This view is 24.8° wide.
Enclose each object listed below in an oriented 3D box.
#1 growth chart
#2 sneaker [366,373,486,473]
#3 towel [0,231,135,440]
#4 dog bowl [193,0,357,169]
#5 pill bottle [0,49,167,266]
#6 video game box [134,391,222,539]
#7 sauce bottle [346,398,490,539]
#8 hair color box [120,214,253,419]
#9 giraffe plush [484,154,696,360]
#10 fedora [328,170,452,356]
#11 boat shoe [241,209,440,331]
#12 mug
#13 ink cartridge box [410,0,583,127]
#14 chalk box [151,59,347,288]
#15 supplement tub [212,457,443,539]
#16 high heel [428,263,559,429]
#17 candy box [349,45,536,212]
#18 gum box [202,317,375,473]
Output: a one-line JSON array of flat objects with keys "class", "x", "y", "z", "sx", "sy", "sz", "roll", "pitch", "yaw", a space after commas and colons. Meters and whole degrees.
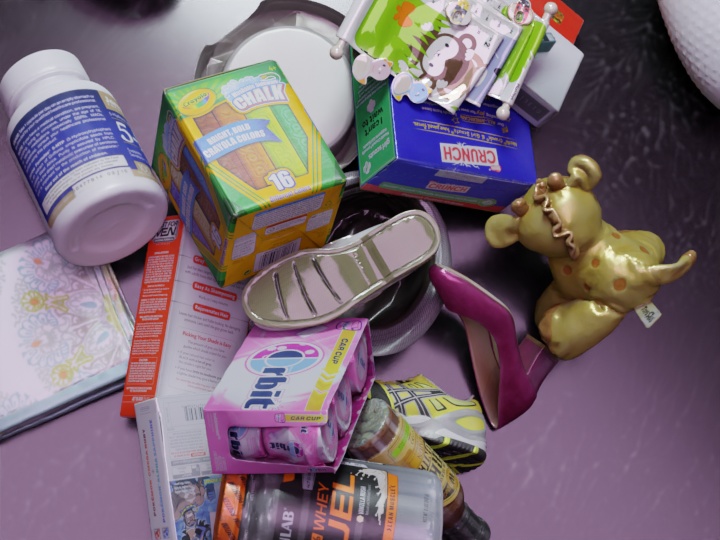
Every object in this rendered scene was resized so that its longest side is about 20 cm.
[{"class": "growth chart", "x": 0.079, "y": -0.225, "z": 1.577, "sx": 0.199, "sy": 0.018, "sz": 0.146, "roll": 20, "pitch": 87, "yaw": -13}, {"class": "sneaker", "x": 0.034, "y": 0.141, "z": 1.638, "sx": 0.199, "sy": 0.075, "sz": 0.077, "roll": 22, "pitch": 52, "yaw": -18}, {"class": "towel", "x": -0.326, "y": 0.061, "z": 1.632, "sx": 0.199, "sy": 0.048, "sz": 0.172, "roll": -24, "pitch": 80, "yaw": -10}, {"class": "dog bowl", "x": -0.075, "y": -0.178, "z": 1.694, "sx": 0.198, "sy": 0.059, "sz": 0.202, "roll": 1, "pitch": 79, "yaw": -5}, {"class": "pill bottle", "x": -0.280, "y": -0.116, "z": 1.612, "sx": 0.119, "sy": 0.120, "sz": 0.201, "roll": -25, "pitch": 63, "yaw": -10}, {"class": "video game box", "x": -0.115, "y": 0.207, "z": 1.570, "sx": 0.199, "sy": 0.047, "sz": 0.184, "roll": -1, "pitch": 77, "yaw": -43}, {"class": "sauce bottle", "x": 0.058, "y": 0.206, "z": 1.594, "sx": 0.065, "sy": 0.065, "sz": 0.200, "roll": -50, "pitch": 122, "yaw": -12}, {"class": "hair color box", "x": -0.167, "y": 0.055, "z": 1.618, "sx": 0.101, "sy": 0.061, "sz": 0.202, "roll": 18, "pitch": 76, "yaw": -40}, {"class": "giraffe plush", "x": 0.210, "y": -0.024, "z": 1.609, "sx": 0.173, "sy": 0.200, "sz": 0.162, "roll": -44, "pitch": 101, "yaw": -9}, {"class": "fedora", "x": 0.000, "y": 0.000, "z": 1.651, "sx": 0.175, "sy": 0.090, "sz": 0.202, "roll": 15, "pitch": 70, "yaw": -5}, {"class": "boat shoe", "x": -0.017, "y": 0.007, "z": 1.561, "sx": 0.198, "sy": 0.068, "sz": 0.075, "roll": -21, "pitch": 81, "yaw": -6}, {"class": "mug", "x": 0.414, "y": -0.270, "z": 1.728, "sx": 0.199, "sy": 0.147, "sz": 0.177, "roll": -18, "pitch": 90, "yaw": -39}, {"class": "ink cartridge box", "x": 0.142, "y": -0.268, "z": 1.663, "sx": 0.199, "sy": 0.044, "sz": 0.174, "roll": 36, "pitch": 53, "yaw": -12}, {"class": "chalk box", "x": -0.119, "y": -0.111, "z": 1.560, "sx": 0.124, "sy": 0.124, "sz": 0.201, "roll": -21, "pitch": 65, "yaw": -24}, {"class": "supplement tub", "x": -0.031, "y": 0.229, "z": 1.484, "sx": 0.198, "sy": 0.123, "sz": 0.124, "roll": 9, "pitch": 79, "yaw": -7}, {"class": "high heel", "x": 0.113, "y": 0.076, "z": 1.623, "sx": 0.096, "sy": 0.067, "sz": 0.200, "roll": -51, "pitch": 130, "yaw": -4}, {"class": "candy box", "x": 0.081, "y": -0.171, "z": 1.650, "sx": 0.168, "sy": 0.077, "sz": 0.202, "roll": 9, "pitch": 62, "yaw": -28}, {"class": "gum box", "x": -0.062, "y": 0.114, "z": 1.487, "sx": 0.112, "sy": 0.200, "sz": 0.067, "roll": -2, "pitch": 113, "yaw": 13}]
